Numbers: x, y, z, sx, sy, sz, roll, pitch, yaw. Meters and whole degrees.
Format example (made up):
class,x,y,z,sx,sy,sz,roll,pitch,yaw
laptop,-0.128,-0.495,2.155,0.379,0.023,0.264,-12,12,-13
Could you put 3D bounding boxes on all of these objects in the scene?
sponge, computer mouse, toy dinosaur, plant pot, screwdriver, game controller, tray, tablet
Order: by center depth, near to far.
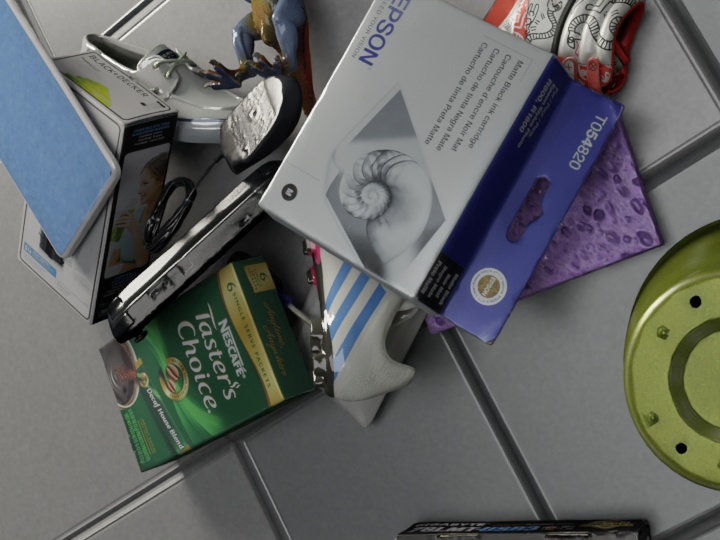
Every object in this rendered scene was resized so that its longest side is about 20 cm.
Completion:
class,x,y,z,sx,sy,sz,roll,pitch,yaw
plant pot,0.253,0.063,0.772,0.197,0.192,0.204,1,92,24
sponge,0.124,-0.037,0.918,0.198,0.030,0.113,-23,81,23
tray,0.004,0.018,0.957,0.107,0.022,0.202,38,115,28
computer mouse,-0.110,-0.081,0.965,0.200,0.034,0.059,-42,49,27
screwdriver,-0.048,0.034,0.967,0.199,0.028,0.029,32,139,43
game controller,-0.125,-0.016,0.971,0.199,0.104,0.042,-42,90,0
tablet,-0.272,-0.124,0.989,0.201,0.014,0.130,55,133,12
toy dinosaur,-0.081,-0.234,0.998,0.104,0.200,0.184,-11,52,40

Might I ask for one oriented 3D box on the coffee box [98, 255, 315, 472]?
class,x,y,z,sx,sy,sz,roll,pitch,yaw
coffee box,-0.136,0.082,1.008,0.199,0.044,0.125,-28,79,38

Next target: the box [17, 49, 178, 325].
class,x,y,z,sx,sy,sz,roll,pitch,yaw
box,-0.230,-0.071,1.020,0.116,0.060,0.202,37,127,27

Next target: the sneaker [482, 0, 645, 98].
class,x,y,z,sx,sy,sz,roll,pitch,yaw
sneaker,0.130,-0.140,0.892,0.107,0.067,0.203,36,103,22

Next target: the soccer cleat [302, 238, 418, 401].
class,x,y,z,sx,sy,sz,roll,pitch,yaw
soccer cleat,0.000,0.000,0.912,0.085,0.070,0.204,-3,75,-6

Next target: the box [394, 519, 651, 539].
class,x,y,z,sx,sy,sz,roll,pitch,yaw
box,0.132,0.297,0.913,0.195,0.050,0.204,-7,88,24

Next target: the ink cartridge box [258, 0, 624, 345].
class,x,y,z,sx,sy,sz,roll,pitch,yaw
ink cartridge box,0.055,-0.082,0.847,0.198,0.041,0.202,29,88,19

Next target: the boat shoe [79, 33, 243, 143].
class,x,y,z,sx,sy,sz,roll,pitch,yaw
boat shoe,-0.172,-0.159,1.020,0.197,0.073,0.068,15,116,24
